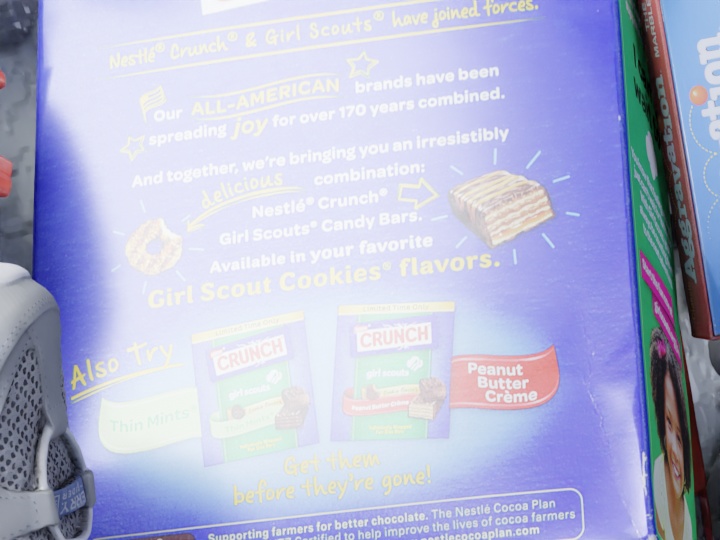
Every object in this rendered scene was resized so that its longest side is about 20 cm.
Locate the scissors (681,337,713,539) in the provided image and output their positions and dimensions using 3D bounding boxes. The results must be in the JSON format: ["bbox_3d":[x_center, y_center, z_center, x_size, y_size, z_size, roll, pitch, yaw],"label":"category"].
[{"bbox_3d":[0.104,0.074,0.876,0.200,0.014,0.074,-83,165,-66],"label":"scissors"}]

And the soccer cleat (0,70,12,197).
[{"bbox_3d":[-0.143,0.006,0.703,0.077,0.069,0.201,27,58,-30],"label":"soccer cleat"}]

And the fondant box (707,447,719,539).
[{"bbox_3d":[0.213,0.059,1.030,0.144,0.058,0.200,45,46,-20],"label":"fondant box"}]

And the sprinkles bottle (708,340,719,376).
[{"bbox_3d":[0.202,0.071,0.924,0.200,0.068,0.068,44,47,-21],"label":"sprinkles bottle"}]

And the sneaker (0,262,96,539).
[{"bbox_3d":[-0.070,0.096,0.674,0.075,0.082,0.201,-40,128,-69],"label":"sneaker"}]

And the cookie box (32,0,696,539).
[{"bbox_3d":[0.000,0.000,0.764,0.075,0.170,0.201,58,28,-63],"label":"cookie box"}]

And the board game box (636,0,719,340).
[{"bbox_3d":[0.125,-0.089,0.768,0.102,0.019,0.201,-10,94,-15],"label":"board game box"}]
